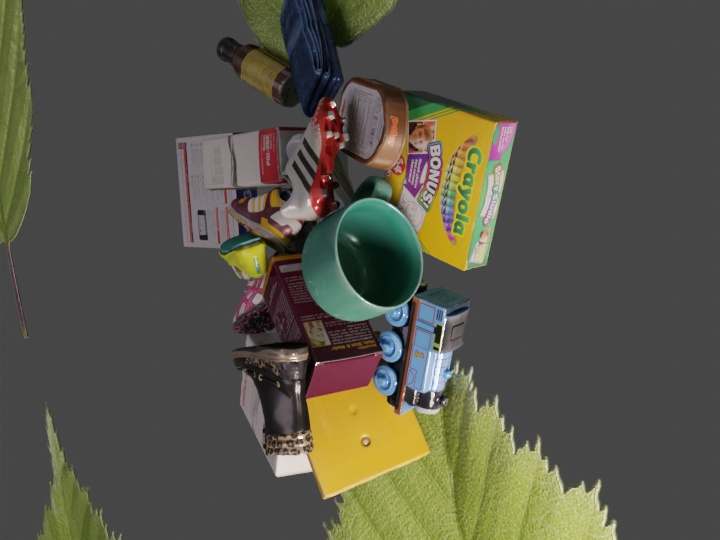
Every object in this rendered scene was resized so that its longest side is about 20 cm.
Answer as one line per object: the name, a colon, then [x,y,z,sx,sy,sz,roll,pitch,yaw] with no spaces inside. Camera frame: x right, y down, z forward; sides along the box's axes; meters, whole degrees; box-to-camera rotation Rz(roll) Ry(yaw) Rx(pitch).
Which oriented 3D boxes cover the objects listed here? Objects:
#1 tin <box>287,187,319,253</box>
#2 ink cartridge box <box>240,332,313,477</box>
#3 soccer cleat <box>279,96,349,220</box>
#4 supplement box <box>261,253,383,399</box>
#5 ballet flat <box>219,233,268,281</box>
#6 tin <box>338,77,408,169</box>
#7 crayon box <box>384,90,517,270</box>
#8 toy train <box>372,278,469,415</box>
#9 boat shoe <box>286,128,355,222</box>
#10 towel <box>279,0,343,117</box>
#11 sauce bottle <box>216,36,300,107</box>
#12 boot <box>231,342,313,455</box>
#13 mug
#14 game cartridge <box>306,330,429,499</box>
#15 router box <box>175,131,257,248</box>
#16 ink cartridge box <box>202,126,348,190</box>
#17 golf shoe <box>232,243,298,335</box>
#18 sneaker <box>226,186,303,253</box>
tin: [-0.086,-0.039,1.502,0.111,0.041,0.204,-25,78,41]
ink cartridge box: [-0.127,0.212,1.505,0.200,0.083,0.147,-132,45,-53]
soccer cleat: [-0.067,-0.156,1.270,0.084,0.069,0.203,-10,57,23]
supplement box: [-0.060,0.075,1.353,0.202,0.108,0.086,64,148,34]
ballet flat: [-0.182,-0.018,1.455,0.200,0.066,0.068,-168,57,-74]
tin: [0.013,-0.212,1.304,0.200,0.041,0.114,-139,61,-63]
crayon box: [0.113,-0.126,1.260,0.171,0.058,0.204,27,116,41]
toy train: [0.086,0.114,1.315,0.113,0.086,0.204,22,112,35]
boat shoe: [-0.036,-0.120,1.360,0.071,0.062,0.202,-8,117,45]
towel: [-0.082,-0.343,1.401,0.112,0.048,0.203,128,133,-55]
sauce bottle: [-0.167,-0.334,1.519,0.199,0.064,0.066,39,123,38]
boot: [-0.125,0.181,1.312,0.199,0.072,0.154,-11,85,57]
mug: [0.002,-0.019,1.268,0.153,0.185,0.114,52,141,-11]
game cartridge: [-0.012,0.212,1.376,0.033,0.173,0.203,110,139,-68]
router box: [-0.258,-0.142,1.655,0.178,0.048,0.204,5,100,46]
ink cartridge box: [-0.137,-0.175,1.452,0.198,0.145,0.085,0,95,45]
golf shoe: [-0.152,0.034,1.519,0.200,0.072,0.093,-45,45,39]
sneaker: [-0.145,-0.094,1.489,0.091,0.075,0.199,-52,36,-4]
